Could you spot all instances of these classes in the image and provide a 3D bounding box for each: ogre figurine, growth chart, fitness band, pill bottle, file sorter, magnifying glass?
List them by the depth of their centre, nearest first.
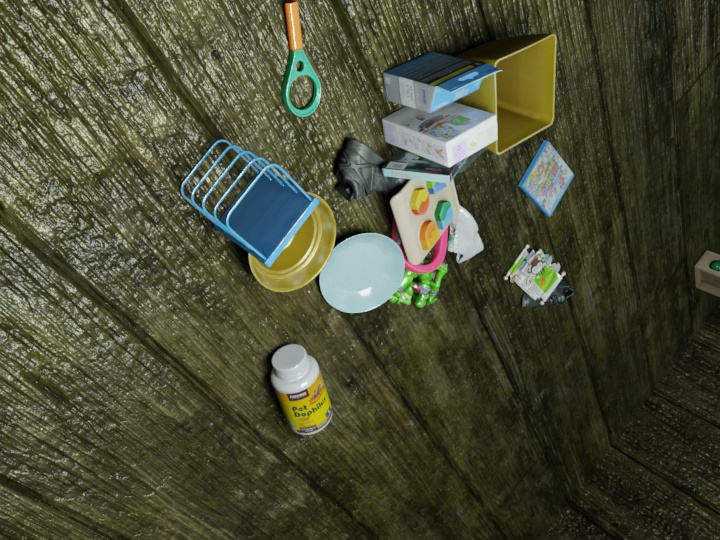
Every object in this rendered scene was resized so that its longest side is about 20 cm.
[{"bbox_3d":[-0.197,-0.124,1.096,0.139,0.199,0.123,-53,133,-6],"label":"file sorter"},{"bbox_3d":[-0.113,-0.379,1.165,0.079,0.022,0.202,-26,126,-30],"label":"magnifying glass"},{"bbox_3d":[-0.133,0.261,1.420,0.109,0.109,0.201,-34,130,-24],"label":"pill bottle"},{"bbox_3d":[0.139,-0.093,1.481,0.143,0.037,0.202,16,73,-33],"label":"fitness band"},{"bbox_3d":[0.147,0.027,1.561,0.199,0.098,0.121,19,110,-34],"label":"ogre figurine"},{"bbox_3d":[0.522,0.009,1.912,0.199,0.018,0.146,33,87,-28],"label":"growth chart"}]

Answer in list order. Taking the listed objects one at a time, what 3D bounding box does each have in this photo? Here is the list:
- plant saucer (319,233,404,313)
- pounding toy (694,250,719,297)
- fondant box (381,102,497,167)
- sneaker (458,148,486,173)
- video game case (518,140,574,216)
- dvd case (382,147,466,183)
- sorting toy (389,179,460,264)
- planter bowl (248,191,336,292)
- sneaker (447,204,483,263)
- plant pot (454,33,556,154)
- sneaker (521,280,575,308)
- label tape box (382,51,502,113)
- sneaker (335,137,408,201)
[{"bbox_3d":[0.000,0.000,1.428,0.199,0.039,0.203,-10,122,-16],"label":"plant saucer"},{"bbox_3d":[1.559,0.000,2.757,0.142,0.184,0.201,-45,134,-14],"label":"pounding toy"},{"bbox_3d":[0.161,-0.292,1.329,0.144,0.199,0.059,-32,130,-25],"label":"fondant box"},{"bbox_3d":[0.243,-0.303,1.498,0.200,0.060,0.104,-48,140,-7],"label":"sneaker"},{"bbox_3d":[0.525,-0.255,1.808,0.199,0.018,0.144,30,89,-47],"label":"video game case"},{"bbox_3d":[0.150,-0.242,1.333,0.200,0.145,0.022,-52,144,-46],"label":"dvd case"},{"bbox_3d":[0.153,-0.139,1.412,0.200,0.036,0.186,-47,133,-31],"label":"sorting toy"},{"bbox_3d":[-0.150,-0.067,1.250,0.199,0.083,0.202,-21,125,-34],"label":"planter bowl"},{"bbox_3d":[0.246,-0.089,1.612,0.088,0.075,0.200,-38,135,-4],"label":"sneaker"},{"bbox_3d":[0.293,-0.399,1.407,0.199,0.176,0.202,-31,130,-28],"label":"plant pot"},{"bbox_3d":[0.581,0.074,1.989,0.199,0.079,0.076,-21,126,-31],"label":"sneaker"},{"bbox_3d":[0.162,-0.373,1.287,0.143,0.199,0.067,-30,131,-26],"label":"label tape box"},{"bbox_3d":[0.021,-0.183,1.353,0.199,0.076,0.115,27,94,-43],"label":"sneaker"}]
